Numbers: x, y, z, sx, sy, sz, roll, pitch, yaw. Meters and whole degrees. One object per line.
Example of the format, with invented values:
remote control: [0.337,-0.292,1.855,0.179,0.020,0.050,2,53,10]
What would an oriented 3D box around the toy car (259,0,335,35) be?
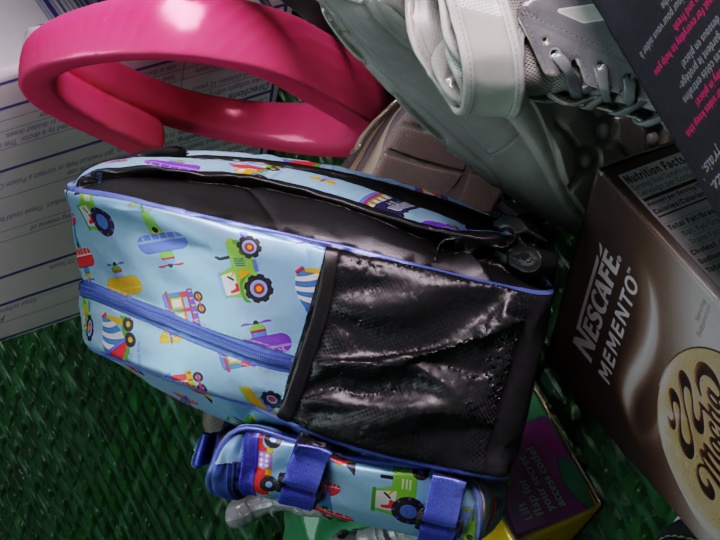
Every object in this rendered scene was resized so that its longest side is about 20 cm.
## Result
toy car: [-0.059,-0.197,1.289,0.200,0.158,0.164,63,166,-16]

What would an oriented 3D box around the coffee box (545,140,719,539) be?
coffee box: [0.165,0.052,1.084,0.200,0.080,0.113,51,148,33]

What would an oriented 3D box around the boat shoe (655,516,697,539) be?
boat shoe: [0.172,0.156,1.159,0.200,0.060,0.076,30,132,52]

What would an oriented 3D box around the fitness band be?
fitness band: [-0.069,-0.087,1.321,0.143,0.200,0.037,-4,77,27]

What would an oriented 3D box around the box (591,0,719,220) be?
box: [0.156,-0.106,0.969,0.200,0.106,0.122,62,151,16]

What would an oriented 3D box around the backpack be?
backpack: [-0.027,0.022,1.166,0.183,0.200,0.135,-55,-23,-84]

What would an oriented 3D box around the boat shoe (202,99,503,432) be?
boat shoe: [0.000,0.000,1.294,0.074,0.200,0.073,37,-174,-13]

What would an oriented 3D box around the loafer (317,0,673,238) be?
loafer: [0.058,-0.072,1.137,0.200,0.070,0.070,44,159,-28]

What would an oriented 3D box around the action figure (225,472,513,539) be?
action figure: [0.003,0.092,1.323,0.200,0.055,0.118,-6,98,55]

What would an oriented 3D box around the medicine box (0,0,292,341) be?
medicine box: [-0.146,-0.077,1.467,0.103,0.182,0.200,53,148,32]

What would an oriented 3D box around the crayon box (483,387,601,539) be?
crayon box: [0.018,0.075,1.396,0.200,0.058,0.173,60,148,19]

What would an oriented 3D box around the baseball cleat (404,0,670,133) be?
baseball cleat: [0.091,-0.072,1.054,0.200,0.106,0.070,42,159,7]
